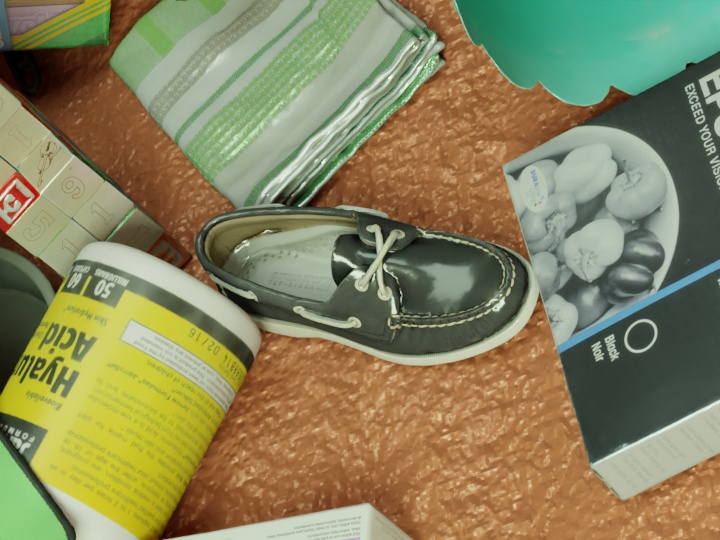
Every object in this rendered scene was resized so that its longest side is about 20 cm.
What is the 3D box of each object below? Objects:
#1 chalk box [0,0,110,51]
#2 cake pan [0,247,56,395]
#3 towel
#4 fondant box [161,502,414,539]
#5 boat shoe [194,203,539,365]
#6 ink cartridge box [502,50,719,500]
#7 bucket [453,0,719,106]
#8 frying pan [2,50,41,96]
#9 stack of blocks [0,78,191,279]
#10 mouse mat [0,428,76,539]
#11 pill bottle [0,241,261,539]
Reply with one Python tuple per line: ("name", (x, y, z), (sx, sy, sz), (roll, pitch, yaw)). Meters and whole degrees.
("chalk box", (-0.255, -0.207, 1.644), (0.199, 0.124, 0.125), (-5, 36, -19))
("cake pan", (-0.242, 0.081, 1.590), (0.200, 0.037, 0.201), (-18, 53, 25))
("towel", (-0.055, -0.125, 1.598), (0.149, 0.031, 0.200), (-45, 47, 1))
("fondant box", (-0.050, 0.224, 1.354), (0.144, 0.058, 0.200), (-12, 55, 28))
("boat shoe", (0.000, 0.000, 1.459), (0.200, 0.060, 0.074), (9, 67, 38))
("ink cartridge box", (0.182, -0.015, 1.356), (0.200, 0.043, 0.198), (-27, 49, 16))
("bucket", (0.118, -0.204, 1.417), (0.207, 0.207, 0.135), (-36, 42, 10))
("frying pan", (-0.252, -0.175, 1.769), (0.115, 0.031, 0.190), (-19, 50, 24))
("stack of blocks", (-0.194, -0.062, 1.537), (0.059, 0.200, 0.115), (-47, 46, -1))
("mouse mat", (-0.254, 0.119, 1.414), (0.161, 0.008, 0.200), (-37, 62, -6))
("pill bottle", (-0.143, 0.095, 1.463), (0.111, 0.111, 0.200), (15, 72, 40))
